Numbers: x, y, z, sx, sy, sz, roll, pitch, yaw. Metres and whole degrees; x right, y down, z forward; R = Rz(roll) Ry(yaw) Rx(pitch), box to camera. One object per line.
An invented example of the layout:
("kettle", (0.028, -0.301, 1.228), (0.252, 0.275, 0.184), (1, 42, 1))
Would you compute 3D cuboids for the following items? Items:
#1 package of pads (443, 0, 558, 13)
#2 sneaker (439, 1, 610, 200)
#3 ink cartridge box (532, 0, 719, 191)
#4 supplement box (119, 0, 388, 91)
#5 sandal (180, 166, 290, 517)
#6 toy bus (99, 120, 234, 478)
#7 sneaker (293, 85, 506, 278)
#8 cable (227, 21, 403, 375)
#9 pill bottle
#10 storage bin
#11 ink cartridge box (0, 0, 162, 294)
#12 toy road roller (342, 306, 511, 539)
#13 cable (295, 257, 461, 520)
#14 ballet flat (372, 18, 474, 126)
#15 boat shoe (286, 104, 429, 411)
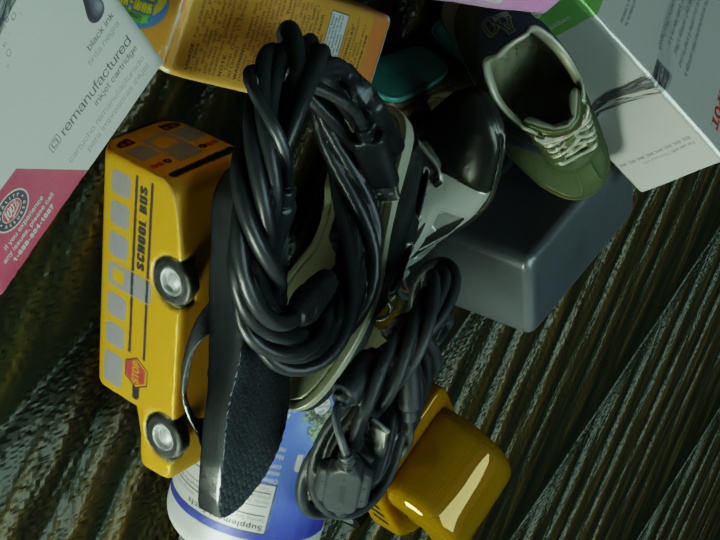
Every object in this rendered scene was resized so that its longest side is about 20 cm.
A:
("package of pads", (0.033, -0.218, 0.855), (0.198, 0.122, 0.076), (0, 151, -35))
("sneaker", (0.124, -0.107, 1.029), (0.067, 0.090, 0.201), (-36, 125, 3))
("ink cartridge box", (0.193, -0.181, 1.117), (0.200, 0.084, 0.146), (43, 50, -23))
("supplement box", (-0.065, -0.139, 0.863), (0.199, 0.066, 0.070), (-1, 113, -59))
("sandal", (-0.073, 0.039, 0.869), (0.076, 0.042, 0.203), (-9, 105, -64))
("toy bus", (-0.112, 0.020, 0.908), (0.065, 0.078, 0.202), (-30, 136, -47))
("sneaker", (0.022, -0.044, 1.033), (0.088, 0.074, 0.200), (-10, 149, -43))
("cable", (-0.033, -0.037, 0.814), (0.200, 0.050, 0.165), (57, 50, -62))
("pill bottle", (-0.069, 0.129, 1.027), (0.112, 0.111, 0.202), (-13, 123, -54))
("storage bin", (0.119, -0.057, 1.173), (0.200, 0.133, 0.147), (-47, 146, -31))
("ink cartridge box", (-0.194, -0.105, 0.671), (0.146, 0.084, 0.200), (-57, 150, -14))
("toy road roller", (0.031, 0.130, 1.158), (0.123, 0.145, 0.201), (-54, 149, -19))
("cable", (0.013, 0.079, 0.947), (0.201, 0.050, 0.164), (93, 22, -64))
("ballet flat", (0.055, -0.134, 1.091), (0.199, 0.068, 0.073), (-35, 159, -42))
("boat shoe", (-0.002, -0.001, 0.952), (0.066, 0.074, 0.202), (39, 60, -53))
